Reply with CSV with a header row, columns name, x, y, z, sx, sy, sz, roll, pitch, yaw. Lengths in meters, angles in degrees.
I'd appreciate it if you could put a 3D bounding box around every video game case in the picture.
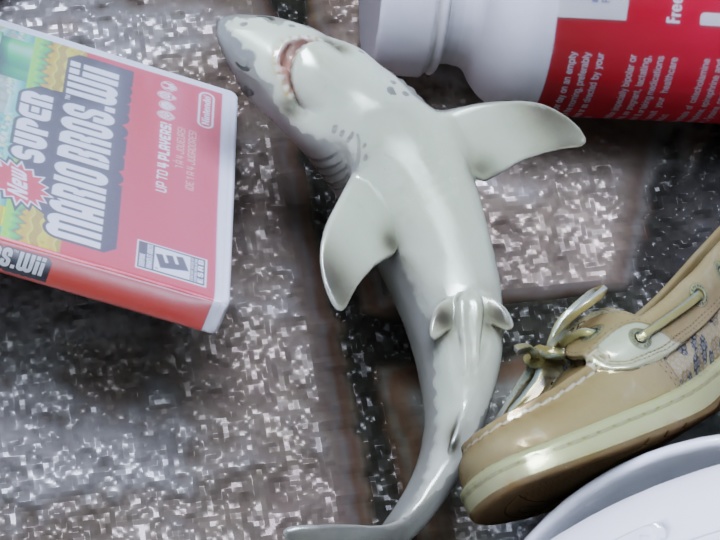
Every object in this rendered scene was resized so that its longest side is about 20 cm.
name,x,y,z,sx,sy,sz,roll,pitch,yaw
video game case,-0.141,-0.051,0.817,0.200,0.017,0.143,16,33,-13

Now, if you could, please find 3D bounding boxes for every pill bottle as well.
name,x,y,z,sx,sy,sz,roll,pitch,yaw
pill bottle,0.103,-0.113,0.885,0.200,0.112,0.112,2,65,-7

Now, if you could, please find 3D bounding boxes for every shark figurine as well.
name,x,y,z,sx,sy,sz,roll,pitch,yaw
shark figurine,0.014,0.017,0.829,0.128,0.089,0.215,-2,79,-19

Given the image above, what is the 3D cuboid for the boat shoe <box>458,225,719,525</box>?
name,x,y,z,sx,sy,sz,roll,pitch,yaw
boat shoe,0.099,0.030,0.820,0.200,0.073,0.063,-24,80,-43

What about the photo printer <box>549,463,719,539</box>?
name,x,y,z,sx,sy,sz,roll,pitch,yaw
photo printer,0.125,0.160,0.701,0.166,0.069,0.200,-25,78,10

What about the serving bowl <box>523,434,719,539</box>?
name,x,y,z,sx,sy,sz,roll,pitch,yaw
serving bowl,0.135,0.155,0.770,0.200,0.066,0.200,-2,83,13
